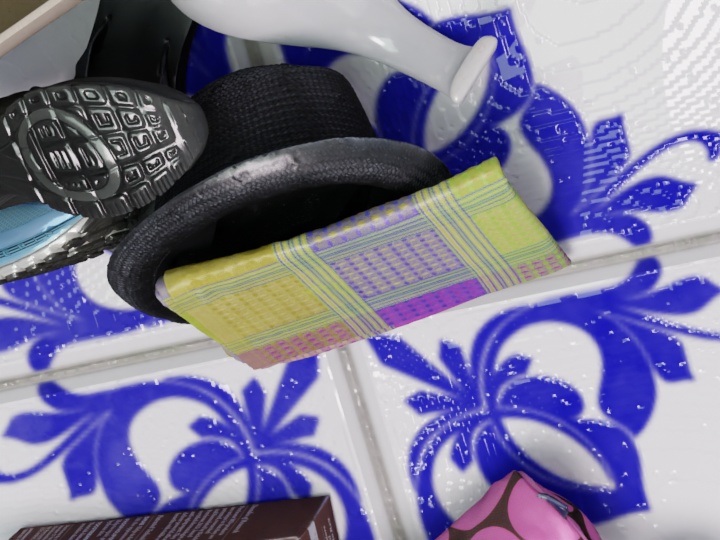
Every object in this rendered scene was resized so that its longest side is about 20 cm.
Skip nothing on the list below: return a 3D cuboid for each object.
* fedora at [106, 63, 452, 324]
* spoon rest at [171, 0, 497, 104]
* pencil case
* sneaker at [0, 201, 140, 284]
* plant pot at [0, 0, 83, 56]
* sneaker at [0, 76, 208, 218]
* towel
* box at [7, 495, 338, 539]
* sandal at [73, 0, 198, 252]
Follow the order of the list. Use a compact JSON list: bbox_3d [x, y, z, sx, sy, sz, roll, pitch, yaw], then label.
[{"bbox_3d":[-0.049,-0.048,1.583,0.200,0.201,0.092,-21,65,21],"label":"fedora"},{"bbox_3d":[-0.020,-0.149,1.570,0.200,0.061,0.099,32,86,10],"label":"spoon rest"},{"bbox_3d":[0.048,0.201,1.613,0.200,0.091,0.094,-44,57,2],"label":"pencil case"},{"bbox_3d":[-0.212,-0.035,1.639,0.200,0.078,0.090,-11,94,34],"label":"sneaker"},{"bbox_3d":[-0.232,-0.183,1.543,0.200,0.177,0.200,-33,86,22],"label":"plant pot"},{"bbox_3d":[-0.163,-0.069,1.543,0.200,0.091,0.076,-7,110,28],"label":"sneaker"},{"bbox_3d":[0.000,0.000,1.570,0.200,0.144,0.023,-19,66,13],"label":"towel"},{"bbox_3d":[-0.109,0.195,1.703,0.200,0.075,0.100,-6,106,19],"label":"box"},{"bbox_3d":[-0.128,-0.102,1.624,0.076,0.043,0.200,14,111,11],"label":"sandal"}]
